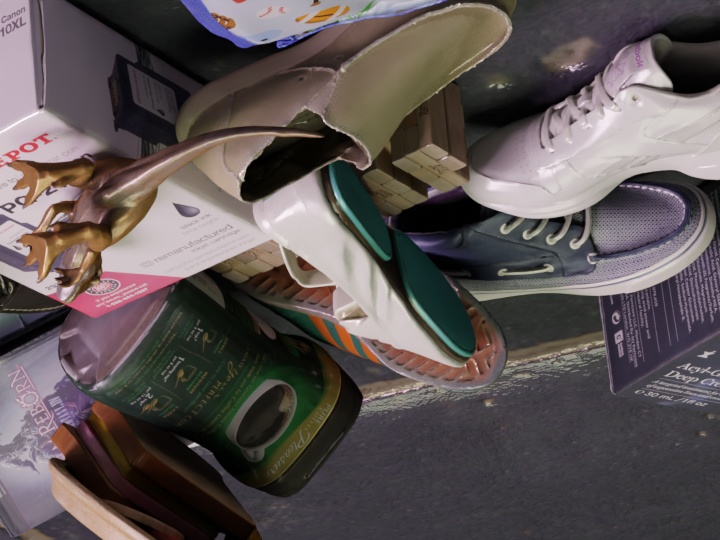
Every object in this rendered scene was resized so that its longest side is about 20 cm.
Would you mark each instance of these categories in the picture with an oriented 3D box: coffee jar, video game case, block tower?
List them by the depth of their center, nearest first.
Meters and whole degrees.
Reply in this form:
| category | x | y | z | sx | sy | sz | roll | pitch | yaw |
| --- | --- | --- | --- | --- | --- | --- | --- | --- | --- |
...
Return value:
| category | x | y | z | sx | sy | sz | roll | pitch | yaw |
| --- | --- | --- | --- | --- | --- | --- | --- | --- | --- |
| block tower | -0.024 | -0.053 | 1.216 | 0.199 | 0.058 | 0.054 | -22 | 149 | 32 |
| coffee jar | -0.091 | 0.067 | 1.295 | 0.104 | 0.085 | 0.200 | -51 | 131 | 3 |
| video game case | -0.172 | 0.082 | 1.337 | 0.199 | 0.019 | 0.143 | -28 | 130 | -6 |

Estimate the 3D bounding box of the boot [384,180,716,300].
| category | x | y | z | sx | sy | sz | roll | pitch | yaw |
| --- | --- | --- | --- | --- | --- | --- | --- | --- | --- |
| boot | 0.118 | -0.027 | 1.272 | 0.199 | 0.073 | 0.090 | -12 | 154 | 21 |

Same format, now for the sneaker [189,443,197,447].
| category | x | y | z | sx | sy | sz | roll | pitch | yaw |
| --- | --- | --- | --- | --- | --- | --- | --- | --- | --- |
| sneaker | -0.172 | 0.070 | 1.408 | 0.198 | 0.081 | 0.147 | -5 | 159 | 12 |

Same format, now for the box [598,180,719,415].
| category | x | y | z | sx | sy | sz | roll | pitch | yaw |
| --- | --- | --- | --- | --- | --- | --- | --- | --- | --- |
| box | 0.278 | 0.011 | 1.345 | 0.148 | 0.108 | 0.200 | 12 | 149 | -30 |

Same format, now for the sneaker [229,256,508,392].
| category | x | y | z | sx | sy | sz | roll | pitch | yaw |
| --- | --- | --- | --- | --- | --- | --- | --- | --- | --- |
| sneaker | 0.009 | 0.022 | 1.306 | 0.199 | 0.072 | 0.080 | 25 | 176 | 16 |

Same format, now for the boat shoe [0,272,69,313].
| category | x | y | z | sx | sy | sz | roll | pitch | yaw |
| --- | --- | --- | --- | --- | --- | --- | --- | --- | --- |
| boat shoe | -0.236 | 0.002 | 1.196 | 0.072 | 0.066 | 0.200 | -50 | 144 | 18 |

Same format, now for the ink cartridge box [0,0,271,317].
| category | x | y | z | sx | sy | sz | roll | pitch | yaw |
| --- | --- | --- | --- | --- | --- | --- | --- | --- | --- |
| ink cartridge box | -0.165 | -0.061 | 1.136 | 0.144 | 0.085 | 0.200 | -23 | 149 | 28 |

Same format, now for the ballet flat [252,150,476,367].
| category | x | y | z | sx | sy | sz | roll | pitch | yaw |
| --- | --- | --- | --- | --- | --- | --- | --- | --- | --- |
| ballet flat | 0.000 | 0.000 | 1.185 | 0.069 | 0.070 | 0.200 | -16 | 142 | 22 |

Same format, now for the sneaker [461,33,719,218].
| category | x | y | z | sx | sy | sz | roll | pitch | yaw |
| --- | --- | --- | --- | --- | --- | --- | --- | --- | --- |
| sneaker | 0.146 | -0.093 | 1.173 | 0.199 | 0.075 | 0.100 | -14 | 134 | 16 |

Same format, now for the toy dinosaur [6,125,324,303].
| category | x | y | z | sx | sy | sz | roll | pitch | yaw |
| --- | --- | --- | --- | --- | --- | --- | --- | --- | --- |
| toy dinosaur | -0.124 | -0.043 | 1.050 | 0.106 | 0.061 | 0.200 | -17 | 169 | -44 |

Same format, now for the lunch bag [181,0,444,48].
| category | x | y | z | sx | sy | sz | roll | pitch | yaw |
| --- | --- | --- | --- | --- | --- | --- | --- | --- | --- |
| lunch bag | -0.011 | -0.183 | 0.878 | 0.169 | 0.125 | 0.200 | -13 | 145 | 15 |

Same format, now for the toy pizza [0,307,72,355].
| category | x | y | z | sx | sy | sz | roll | pitch | yaw |
| --- | --- | --- | --- | --- | --- | --- | --- | --- | --- |
| toy pizza | -0.217 | 0.039 | 1.318 | 0.199 | 0.032 | 0.201 | -13 | 126 | -17 |

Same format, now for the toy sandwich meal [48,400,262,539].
| category | x | y | z | sx | sy | sz | roll | pitch | yaw |
| --- | --- | --- | --- | --- | --- | --- | --- | --- | --- |
| toy sandwich meal | -0.111 | 0.153 | 1.277 | 0.204 | 0.070 | 0.205 | 34 | 175 | 3 |

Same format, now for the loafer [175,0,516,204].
| category | x | y | z | sx | sy | sz | roll | pitch | yaw |
| --- | --- | --- | --- | --- | --- | --- | --- | --- | --- |
| loafer | 0.000 | -0.094 | 1.084 | 0.199 | 0.069 | 0.076 | -28 | 151 | 6 |
